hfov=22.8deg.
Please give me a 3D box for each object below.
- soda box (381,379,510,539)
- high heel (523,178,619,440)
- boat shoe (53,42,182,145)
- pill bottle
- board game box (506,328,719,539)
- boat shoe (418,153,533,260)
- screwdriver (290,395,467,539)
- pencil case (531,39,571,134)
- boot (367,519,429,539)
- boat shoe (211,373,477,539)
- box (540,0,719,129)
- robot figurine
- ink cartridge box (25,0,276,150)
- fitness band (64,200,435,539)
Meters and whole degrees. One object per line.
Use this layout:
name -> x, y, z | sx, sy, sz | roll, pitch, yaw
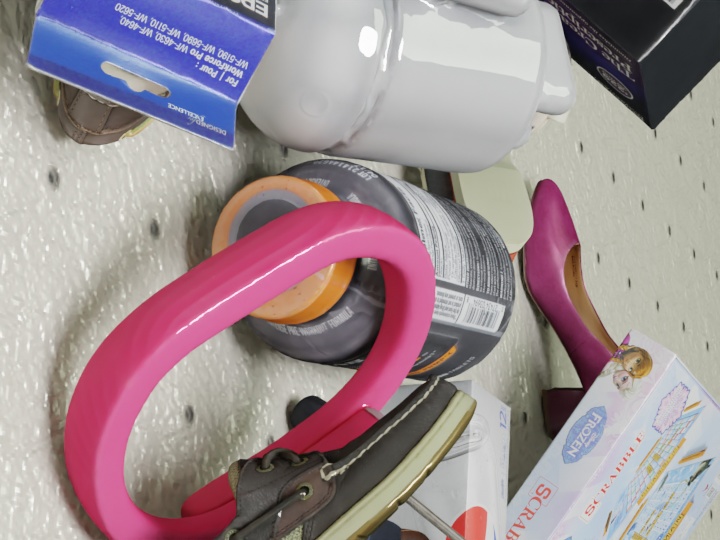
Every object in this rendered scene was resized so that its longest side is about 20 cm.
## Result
soda box -> 0.044, 0.169, 1.049 | 0.063, 0.068, 0.201 | 37, 53, -57
high heel -> 0.178, 0.028, 1.323 | 0.067, 0.096, 0.201 | -21, 104, -64
boat shoe -> -0.092, -0.136, 0.842 | 0.072, 0.060, 0.200 | 29, 43, -11
pill bottle -> 0.000, 0.000, 0.950 | 0.200, 0.106, 0.107 | 16, 71, -62
board game box -> 0.177, 0.162, 1.239 | 0.200, 0.041, 0.199 | -54, 145, -4
boat shoe -> 0.066, -0.076, 1.151 | 0.071, 0.063, 0.201 | 9, 51, -21
screwdriver -> 0.031, 0.125, 0.920 | 0.029, 0.200, 0.028 | -5, 124, -43
pencil case -> 0.044, -0.146, 1.049 | 0.200, 0.089, 0.078 | 28, 103, -42
boot -> -0.016, 0.167, 0.918 | 0.200, 0.097, 0.075 | 58, 34, -62
boat shoe -> -0.036, 0.110, 0.789 | 0.066, 0.201, 0.072 | 46, -8, 6
box -> 0.129, -0.195, 1.106 | 0.200, 0.079, 0.141 | 44, 3, 18
robot figurine -> 0.015, -0.112, 0.918 | 0.199, 0.170, 0.113 | 6, 60, -34
ink cartridge box -> -0.085, -0.151, 0.784 | 0.099, 0.039, 0.201 | 21, 47, -25
fitness band -> -0.044, 0.052, 0.820 | 0.200, 0.037, 0.144 | -34, 136, -23
